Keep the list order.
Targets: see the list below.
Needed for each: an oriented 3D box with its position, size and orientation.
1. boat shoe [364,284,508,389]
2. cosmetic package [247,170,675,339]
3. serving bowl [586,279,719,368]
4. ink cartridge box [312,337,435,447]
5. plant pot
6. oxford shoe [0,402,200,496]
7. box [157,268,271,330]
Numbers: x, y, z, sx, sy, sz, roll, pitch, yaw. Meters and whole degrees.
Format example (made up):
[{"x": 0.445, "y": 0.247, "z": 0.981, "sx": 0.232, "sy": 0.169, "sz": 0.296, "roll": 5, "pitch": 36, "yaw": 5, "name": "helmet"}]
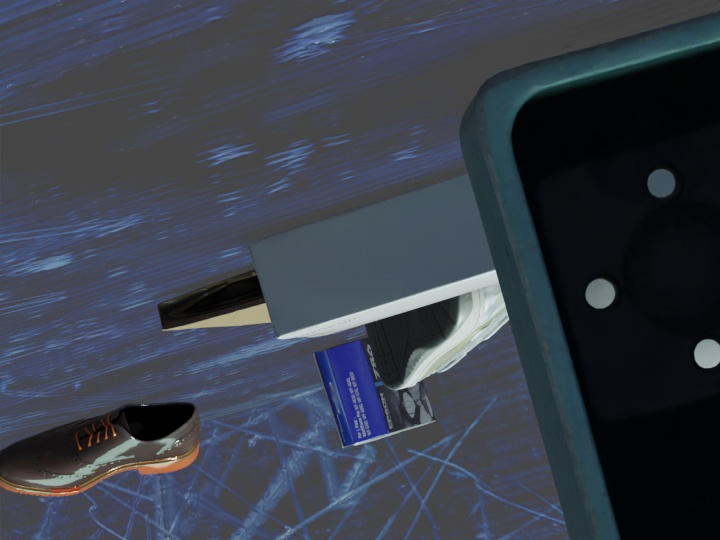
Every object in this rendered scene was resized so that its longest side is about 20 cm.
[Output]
[{"x": 0.053, "y": 0.029, "z": 1.464, "sx": 0.065, "sy": 0.074, "sz": 0.202, "roll": -10, "pitch": 167, "yaw": -20, "name": "boat shoe"}, {"x": 0.055, "y": -0.018, "z": 1.022, "sx": 0.200, "sy": 0.051, "sz": 0.083, "roll": -17, "pitch": 175, "yaw": 8, "name": "cosmetic package"}, {"x": 0.196, "y": 0.058, "z": 1.061, "sx": 0.200, "sy": 0.066, "sz": 0.200, "roll": 8, "pitch": 146, "yaw": 5, "name": "serving bowl"}, {"x": 0.016, "y": 0.115, "z": 2.191, "sx": 0.039, "sy": 0.100, "sz": 0.200, "roll": -19, "pitch": 176, "yaw": 19, "name": "ink cartridge box"}, {"x": 0.141, "y": 0.003, "z": 0.796, "sx": 0.196, "sy": 0.196, "sz": 0.200, "roll": -16, "pitch": -175, "yaw": -5, "name": "plant pot"}, {"x": -0.246, "y": 0.157, "z": 2.077, "sx": 0.200, "sy": 0.071, "sz": 0.073, "roll": -12, "pitch": 146, "yaw": -20, "name": "oxford shoe"}, {"x": 0.000, "y": 0.000, "z": 1.221, "sx": 0.163, "sy": 0.021, "sz": 0.200, "roll": -18, "pitch": 176, "yaw": 18, "name": "box"}]
